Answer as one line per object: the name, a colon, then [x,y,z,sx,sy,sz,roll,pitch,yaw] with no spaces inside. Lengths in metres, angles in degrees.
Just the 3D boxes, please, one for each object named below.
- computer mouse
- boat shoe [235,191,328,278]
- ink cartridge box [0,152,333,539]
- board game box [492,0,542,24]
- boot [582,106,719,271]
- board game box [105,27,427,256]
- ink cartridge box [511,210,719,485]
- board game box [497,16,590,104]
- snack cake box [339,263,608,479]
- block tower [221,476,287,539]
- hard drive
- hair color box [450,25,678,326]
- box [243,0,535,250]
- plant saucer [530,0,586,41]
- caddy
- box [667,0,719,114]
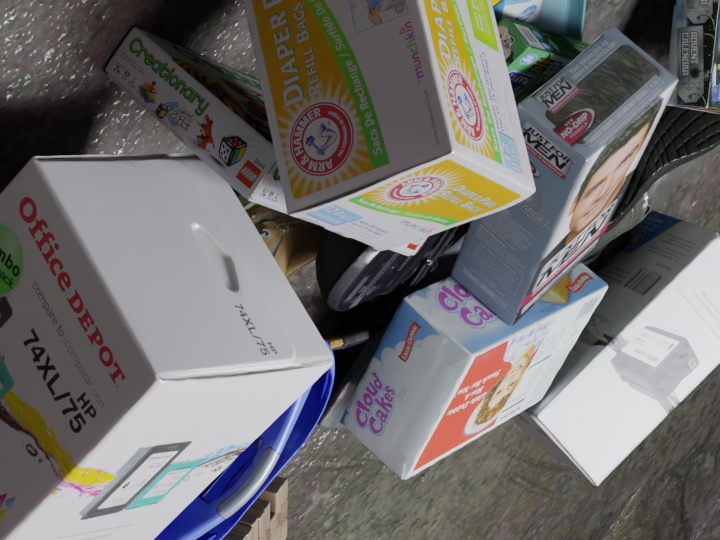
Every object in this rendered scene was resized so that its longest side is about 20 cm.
computer mouse: [0.000,0.000,1.572,0.141,0.046,0.200,-50,168,24]
boat shoe: [-0.075,0.001,1.490,0.199,0.076,0.072,-19,138,-48]
ink cartridge box: [-0.149,0.053,1.309,0.146,0.147,0.200,-4,145,-52]
board game box: [0.064,-0.219,1.459,0.151,0.047,0.201,-28,146,-36]
boot: [0.211,-0.067,1.874,0.200,0.068,0.131,-38,163,-23]
board game box: [-0.047,-0.071,1.391,0.035,0.126,0.200,-54,153,10]
ink cartridge box: [0.205,0.057,1.886,0.200,0.084,0.145,-44,-163,-5]
board game box: [0.099,-0.101,1.609,0.135,0.029,0.200,-44,159,20]
snack cake box: [0.082,0.058,1.713,0.200,0.067,0.115,-23,148,-54]
block tower: [-0.108,0.203,1.630,0.200,0.054,0.058,-54,151,-52]
hard drive: [0.048,0.027,1.756,0.201,0.033,0.139,-57,152,14]
hair color box: [0.131,-0.059,1.592,0.099,0.061,0.200,-41,163,-30]
box: [0.009,-0.126,1.304,0.101,0.202,0.112,-20,163,24]
plant saucer: [0.125,-0.159,1.658,0.070,0.019,0.201,-36,149,-25]
caddy: [-0.101,0.109,1.552,0.200,0.105,0.141,-49,152,-1]
box: [0.291,-0.182,1.793,0.199,0.040,0.138,1,95,-57]
